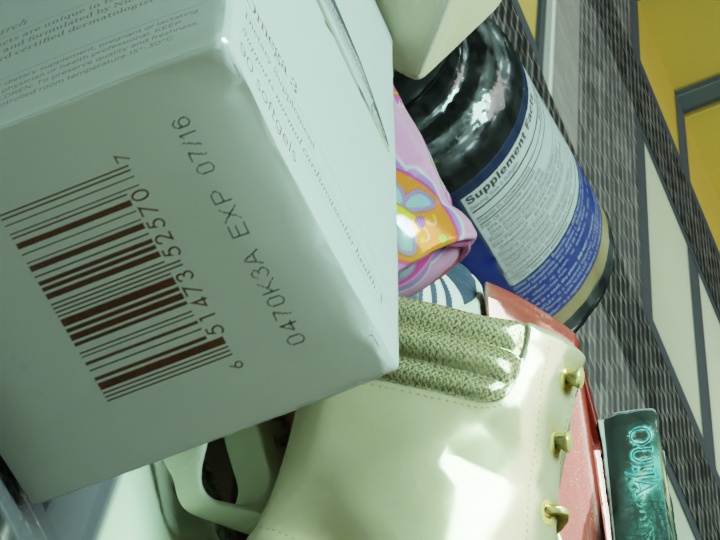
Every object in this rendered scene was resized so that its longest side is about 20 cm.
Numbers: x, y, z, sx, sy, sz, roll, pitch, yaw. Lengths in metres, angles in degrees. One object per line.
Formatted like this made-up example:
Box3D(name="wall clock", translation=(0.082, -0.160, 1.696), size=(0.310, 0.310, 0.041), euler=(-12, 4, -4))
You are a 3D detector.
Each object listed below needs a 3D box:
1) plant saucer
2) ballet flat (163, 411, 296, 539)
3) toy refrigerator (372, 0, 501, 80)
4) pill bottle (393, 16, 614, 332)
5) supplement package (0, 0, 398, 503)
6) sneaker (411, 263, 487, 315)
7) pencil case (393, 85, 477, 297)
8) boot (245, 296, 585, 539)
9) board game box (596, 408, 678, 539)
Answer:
Box3D(name="plant saucer", translation=(0.091, 0.124, 1.190), size=(0.200, 0.037, 0.200), euler=(67, 16, -70))
Box3D(name="ballet flat", translation=(-0.028, 0.088, 0.911), size=(0.072, 0.072, 0.201), euler=(22, 49, -73))
Box3D(name="toy refrigerator", translation=(0.036, -0.170, 0.905), size=(0.070, 0.200, 0.076), euler=(30, 36, 10))
Box3D(name="pill bottle", translation=(0.032, -0.051, 1.241), size=(0.200, 0.112, 0.112), euler=(55, 19, -47))
Box3D(name="supplement package", translation=(-0.063, -0.048, 0.824), size=(0.200, 0.117, 0.117), euler=(-91, 156, -58))
Box3D(name="sneaker", translation=(0.000, 0.000, 1.109), size=(0.200, 0.075, 0.085), euler=(-49, 122, -76))
Box3D(name="pencil case", translation=(-0.038, -0.073, 0.989), size=(0.200, 0.087, 0.087), euler=(60, 12, 5))
Box3D(name="boot", translation=(0.057, 0.101, 0.868), size=(0.073, 0.200, 0.156), euler=(124, -14, -65))
Box3D(name="board game box", translation=(0.129, 0.174, 1.161), size=(0.135, 0.028, 0.200), euler=(-91, 170, -46))
